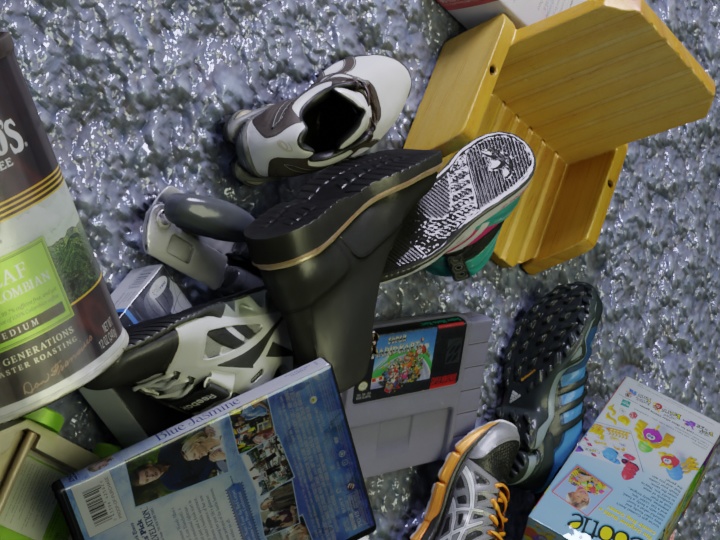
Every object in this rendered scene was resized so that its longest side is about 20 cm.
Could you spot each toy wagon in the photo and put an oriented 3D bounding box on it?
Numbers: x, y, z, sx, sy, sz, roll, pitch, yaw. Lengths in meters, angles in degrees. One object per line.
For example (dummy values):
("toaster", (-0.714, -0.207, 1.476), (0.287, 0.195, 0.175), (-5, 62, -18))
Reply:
("toy wagon", (-0.202, 0.187, 0.952), (0.200, 0.040, 0.155), (37, 65, -38))

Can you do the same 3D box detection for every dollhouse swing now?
("dollhouse swing", (0.180, -0.111, 1.227), (0.200, 0.176, 0.182), (38, 64, -38))

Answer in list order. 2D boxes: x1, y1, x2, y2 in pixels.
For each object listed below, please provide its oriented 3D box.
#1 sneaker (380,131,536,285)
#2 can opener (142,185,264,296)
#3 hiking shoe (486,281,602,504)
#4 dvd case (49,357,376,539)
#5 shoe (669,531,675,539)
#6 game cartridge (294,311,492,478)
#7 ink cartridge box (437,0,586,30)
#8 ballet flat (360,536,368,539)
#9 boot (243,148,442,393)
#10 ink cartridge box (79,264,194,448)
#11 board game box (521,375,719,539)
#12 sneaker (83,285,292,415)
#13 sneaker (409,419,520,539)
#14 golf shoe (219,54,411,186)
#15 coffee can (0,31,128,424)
("sneaker", (0.047, -0.027, 1.150), (0.200, 0.121, 0.084), (-30, 70, -20))
("can opener", (-0.075, -0.001, 1.055), (0.200, 0.067, 0.053), (31, 69, -39))
("hiking shoe", (0.172, 0.107, 1.297), (0.087, 0.074, 0.200), (36, 75, -46))
("dvd case", (-0.092, 0.159, 0.958), (0.200, 0.018, 0.143), (-24, 118, -19))
("shoe", (0.266, 0.292, 1.360), (0.200, 0.091, 0.072), (-32, 111, -39))
("game cartridge", (0.026, 0.102, 1.153), (0.200, 0.038, 0.130), (-7, 115, -43))
("ink cartridge box", (0.155, -0.248, 1.278), (0.200, 0.067, 0.117), (36, 66, -36))
("ballet flat", (0.004, 0.259, 1.121), (0.076, 0.064, 0.200), (-60, 133, -67))
("boot", (0.000, 0.000, 1.038), (0.200, 0.077, 0.138), (-33, 116, -42))
("ink cartridge box", (-0.124, 0.103, 1.018), (0.200, 0.039, 0.099), (58, 44, -27))
("board game box", (0.232, 0.210, 1.286), (0.200, 0.105, 0.103), (-45, 154, -39))
("sneaker", (-0.106, 0.067, 0.958), (0.200, 0.074, 0.089), (-15, 93, -53))
("sneaker", (0.092, 0.219, 1.191), (0.200, 0.077, 0.078), (-62, 150, -18))
("golf shoe", (-0.011, -0.117, 1.102), (0.200, 0.094, 0.078), (-35, 111, -40))
("coffee can", (-0.240, -0.023, 0.844), (0.146, 0.146, 0.200), (-33, 112, -39))
